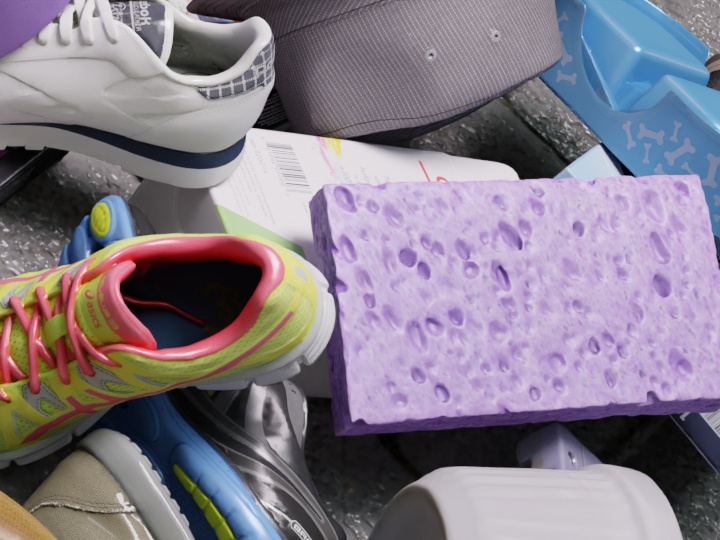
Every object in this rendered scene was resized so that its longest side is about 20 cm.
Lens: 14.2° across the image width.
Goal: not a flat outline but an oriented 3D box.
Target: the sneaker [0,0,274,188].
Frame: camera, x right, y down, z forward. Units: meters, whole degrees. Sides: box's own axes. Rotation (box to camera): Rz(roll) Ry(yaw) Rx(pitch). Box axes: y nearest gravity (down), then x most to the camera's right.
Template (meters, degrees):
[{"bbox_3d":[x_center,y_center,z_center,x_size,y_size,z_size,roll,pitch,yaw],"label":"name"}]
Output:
[{"bbox_3d":[-0.138,-0.099,1.296,0.199,0.081,0.077,8,52,-14],"label":"sneaker"}]

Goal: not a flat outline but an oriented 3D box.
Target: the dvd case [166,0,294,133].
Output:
[{"bbox_3d":[-0.117,-0.135,1.472,0.200,0.022,0.146,49,38,11],"label":"dvd case"}]

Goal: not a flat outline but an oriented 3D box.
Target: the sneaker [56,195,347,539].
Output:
[{"bbox_3d":[-0.073,0.059,1.278,0.083,0.071,0.200,-12,66,-49],"label":"sneaker"}]

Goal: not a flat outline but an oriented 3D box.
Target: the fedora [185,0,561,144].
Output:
[{"bbox_3d":[0.021,-0.113,1.438,0.199,0.177,0.091,-15,89,-22],"label":"fedora"}]

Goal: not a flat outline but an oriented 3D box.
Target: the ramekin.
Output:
[{"bbox_3d":[0.052,0.171,1.167,0.094,0.203,0.203,12,44,-16],"label":"ramekin"}]

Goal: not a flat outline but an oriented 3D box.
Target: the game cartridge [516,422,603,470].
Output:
[{"bbox_3d":[0.124,0.179,1.309,0.130,0.038,0.201,38,33,-34],"label":"game cartridge"}]

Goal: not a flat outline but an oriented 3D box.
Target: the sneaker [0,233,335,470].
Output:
[{"bbox_3d":[-0.112,0.023,1.195,0.199,0.090,0.079,-18,75,0],"label":"sneaker"}]

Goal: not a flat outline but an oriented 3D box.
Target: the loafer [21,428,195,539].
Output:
[{"bbox_3d":[-0.078,0.162,1.175,0.069,0.075,0.200,-29,71,-18],"label":"loafer"}]

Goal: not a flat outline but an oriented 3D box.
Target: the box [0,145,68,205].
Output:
[{"bbox_3d":[-0.236,-0.100,1.325,0.200,0.036,0.143,39,37,3],"label":"box"}]

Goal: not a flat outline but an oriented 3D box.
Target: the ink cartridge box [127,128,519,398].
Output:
[{"bbox_3d":[0.000,0.000,1.394,0.199,0.067,0.118,6,47,-35],"label":"ink cartridge box"}]

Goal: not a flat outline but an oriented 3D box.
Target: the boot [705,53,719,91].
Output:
[{"bbox_3d":[0.258,-0.032,1.638,0.200,0.073,0.151,36,36,1],"label":"boot"}]

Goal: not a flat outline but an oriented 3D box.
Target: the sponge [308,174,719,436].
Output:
[{"bbox_3d":[0.075,0.014,1.332,0.199,0.030,0.112,-2,74,-23],"label":"sponge"}]

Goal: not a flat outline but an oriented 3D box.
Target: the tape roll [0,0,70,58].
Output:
[{"bbox_3d":[-0.207,-0.183,1.260,0.199,0.066,0.201,-1,70,2],"label":"tape roll"}]

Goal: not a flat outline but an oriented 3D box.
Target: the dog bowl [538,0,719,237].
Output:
[{"bbox_3d":[0.156,-0.084,1.486,0.111,0.050,0.200,13,29,-47],"label":"dog bowl"}]

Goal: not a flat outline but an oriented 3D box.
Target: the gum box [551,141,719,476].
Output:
[{"bbox_3d":[0.166,0.008,1.480,0.170,0.045,0.200,50,19,3],"label":"gum box"}]

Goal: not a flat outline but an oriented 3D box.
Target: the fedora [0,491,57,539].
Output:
[{"bbox_3d":[-0.176,0.157,1.075,0.200,0.082,0.201,28,36,-23],"label":"fedora"}]
